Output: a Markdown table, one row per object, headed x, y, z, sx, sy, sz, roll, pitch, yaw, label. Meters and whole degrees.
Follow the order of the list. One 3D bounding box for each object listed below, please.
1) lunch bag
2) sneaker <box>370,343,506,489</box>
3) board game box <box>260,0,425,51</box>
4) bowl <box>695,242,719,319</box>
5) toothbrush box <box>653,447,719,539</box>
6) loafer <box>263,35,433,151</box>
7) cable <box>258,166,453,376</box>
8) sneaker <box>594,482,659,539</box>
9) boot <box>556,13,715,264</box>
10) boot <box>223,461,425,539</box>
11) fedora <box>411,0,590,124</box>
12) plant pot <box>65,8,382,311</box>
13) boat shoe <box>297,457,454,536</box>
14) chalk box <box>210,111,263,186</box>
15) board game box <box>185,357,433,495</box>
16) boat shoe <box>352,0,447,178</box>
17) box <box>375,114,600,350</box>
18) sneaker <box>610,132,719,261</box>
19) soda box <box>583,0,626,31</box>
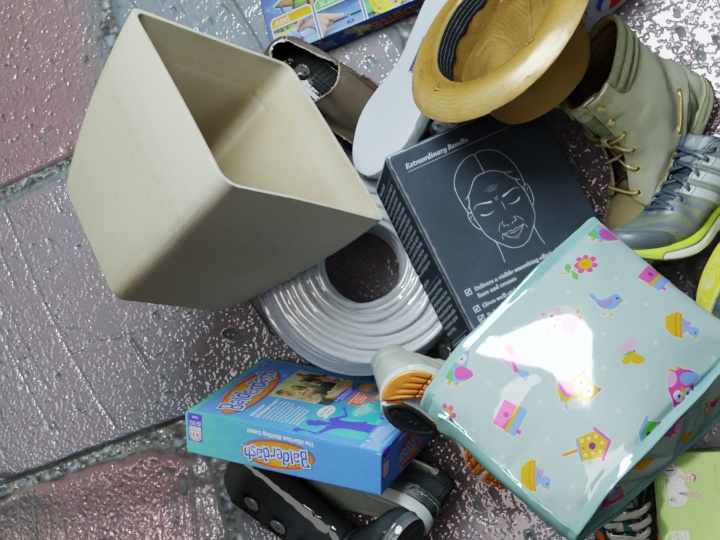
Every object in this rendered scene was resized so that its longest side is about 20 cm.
| x | y | z | sx | sy | sz | roll | pitch | yaw | label |
| --- | --- | --- | --- | --- | --- | --- | --- | --- | --- |
| 0.168 | 0.091 | 0.898 | 0.200 | 0.122 | 0.170 | -41 | 63 | -15 | lunch bag |
| 0.091 | 0.123 | 1.069 | 0.076 | 0.200 | 0.092 | -48 | 29 | 11 | sneaker |
| -0.012 | -0.312 | 1.226 | 0.200 | 0.034 | 0.136 | -18 | 77 | 19 | board game box |
| 0.361 | 0.012 | 0.977 | 0.200 | 0.200 | 0.108 | -40 | 27 | 13 | bowl |
| 0.349 | 0.182 | 0.950 | 0.200 | 0.146 | 0.086 | -8 | 80 | 21 | toothbrush box |
| -0.020 | -0.167 | 1.176 | 0.200 | 0.071 | 0.073 | 31 | 96 | 7 | loafer |
| 0.000 | 0.000 | 1.122 | 0.200 | 0.069 | 0.200 | 2 | 78 | -9 | cable |
| 0.230 | 0.208 | 1.031 | 0.071 | 0.080 | 0.200 | -10 | 80 | 21 | sneaker |
| 0.224 | -0.105 | 1.030 | 0.072 | 0.155 | 0.200 | 18 | 87 | 49 | boot |
| -0.041 | 0.225 | 1.116 | 0.200 | 0.066 | 0.165 | 39 | 139 | 24 | boot |
| 0.133 | -0.187 | 0.985 | 0.200 | 0.082 | 0.201 | -31 | 37 | 27 | fedora |
| -0.139 | -0.074 | 1.027 | 0.177 | 0.200 | 0.200 | -44 | 59 | 24 | plant pot |
| 0.000 | 0.196 | 1.143 | 0.200 | 0.076 | 0.060 | 19 | 53 | 33 | boat shoe |
| -0.133 | -0.105 | 1.202 | 0.124 | 0.124 | 0.200 | -23 | 74 | 18 | chalk box |
| -0.041 | 0.142 | 1.115 | 0.200 | 0.152 | 0.045 | 9 | 110 | 24 | board game box |
| 0.062 | -0.171 | 1.095 | 0.069 | 0.057 | 0.200 | 36 | 101 | 41 | boat shoe |
| 0.124 | -0.030 | 1.053 | 0.148 | 0.107 | 0.200 | -24 | 82 | -9 | box |
| 0.279 | -0.071 | 1.000 | 0.074 | 0.200 | 0.081 | 11 | 126 | 57 | sneaker |
| 0.197 | -0.261 | 1.114 | 0.200 | 0.068 | 0.064 | -40 | 69 | 14 | soda box |
